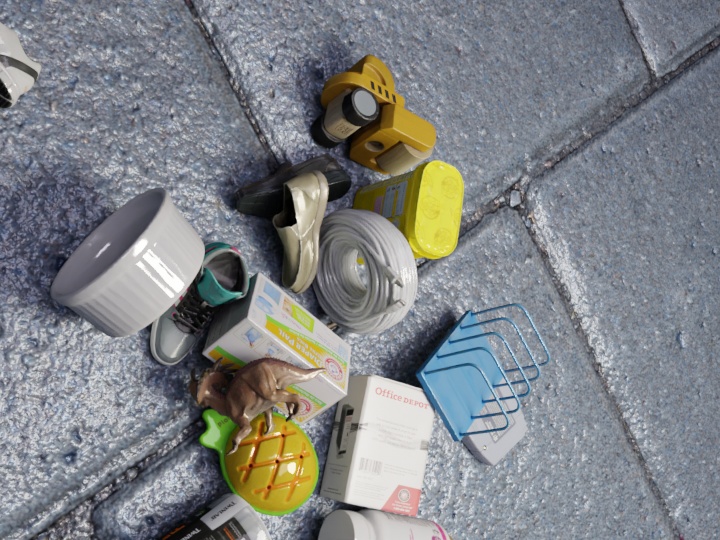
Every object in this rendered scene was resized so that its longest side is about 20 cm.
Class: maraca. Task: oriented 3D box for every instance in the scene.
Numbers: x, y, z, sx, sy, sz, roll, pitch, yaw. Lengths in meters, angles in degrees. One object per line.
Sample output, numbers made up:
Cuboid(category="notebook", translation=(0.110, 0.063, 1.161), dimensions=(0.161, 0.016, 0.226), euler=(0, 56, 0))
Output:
Cuboid(category="maraca", translation=(-0.148, 0.267, 1.228), dimensions=(0.137, 0.107, 0.200), euler=(-42, 91, -26))

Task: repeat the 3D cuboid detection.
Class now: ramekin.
Cuboid(category="ramekin", translation=(-0.302, -0.006, 1.106), dimensions=(0.098, 0.200, 0.201), euler=(50, 61, -27))

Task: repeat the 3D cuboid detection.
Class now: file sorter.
Cuboid(category="file sorter", translation=(0.213, 0.164, 1.397), dimensions=(0.200, 0.122, 0.139), euler=(-43, 107, -45))

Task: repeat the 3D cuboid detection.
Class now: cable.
Cuboid(category="cable", translation=(0.000, 0.000, 1.300), dimensions=(0.069, 0.200, 0.201), euler=(-16, 72, -39))

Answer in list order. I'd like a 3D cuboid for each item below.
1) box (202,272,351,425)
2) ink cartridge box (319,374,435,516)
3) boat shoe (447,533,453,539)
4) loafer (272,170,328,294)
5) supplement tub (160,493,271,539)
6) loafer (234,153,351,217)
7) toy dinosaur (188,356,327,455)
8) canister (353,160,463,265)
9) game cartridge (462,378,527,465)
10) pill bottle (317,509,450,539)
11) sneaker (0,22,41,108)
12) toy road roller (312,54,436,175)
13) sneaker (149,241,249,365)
Cuboid(category="box", translation=(-0.118, 0.119, 1.239), dimensions=(0.200, 0.101, 0.113), euler=(41, 29, -23))
Cuboid(category="ink cartridge box", translation=(0.031, 0.282, 1.354), dimensions=(0.146, 0.083, 0.201), euler=(21, 73, -30))
Cuboid(category="boat shoe", translation=(0.119, 0.536, 1.393), dimensions=(0.074, 0.066, 0.201), euler=(33, 68, -26))
Cuboid(category="loafer", translation=(-0.101, -0.059, 1.285), dimensions=(0.068, 0.076, 0.201), euler=(0, 112, -26))
Cuboid(category="supplement tub", translation=(-0.227, 0.411, 1.146), dimensions=(0.200, 0.122, 0.123), euler=(-31, 101, -32))
Cuboid(category="loafer", translation=(-0.114, -0.137, 1.326), dimensions=(0.199, 0.073, 0.072), euler=(-14, 64, -32))
Cuboid(category="toy dinosaur", translation=(-0.153, 0.162, 1.160), dimensions=(0.200, 0.086, 0.136), euler=(-32, 81, 9))
Cuboid(category="canister", translation=(0.068, -0.086, 1.351), dimensions=(0.086, 0.200, 0.149), euler=(16, 76, -31))
Cuboid(category="game cartridge", translation=(0.219, 0.244, 1.513), dimensions=(0.133, 0.041, 0.201), euler=(-33, 103, -27))
Cuboid(category="pill bottle", translation=(0.038, 0.440, 1.315), dimensions=(0.199, 0.113, 0.114), euler=(21, 73, -34))
Cuboid(category="sneaker", translation=(-0.504, -0.311, 1.089), dimensions=(0.200, 0.074, 0.080), euler=(55, 45, -21))
Cuboid(category="toy road roller", translation=(0.027, -0.266, 1.398), dimensions=(0.199, 0.123, 0.147), euler=(25, 60, -28))
Cuboid(category="sneaker", translation=(-0.223, 0.044, 1.191), dimensions=(0.083, 0.121, 0.201), euler=(32, 69, -25))
